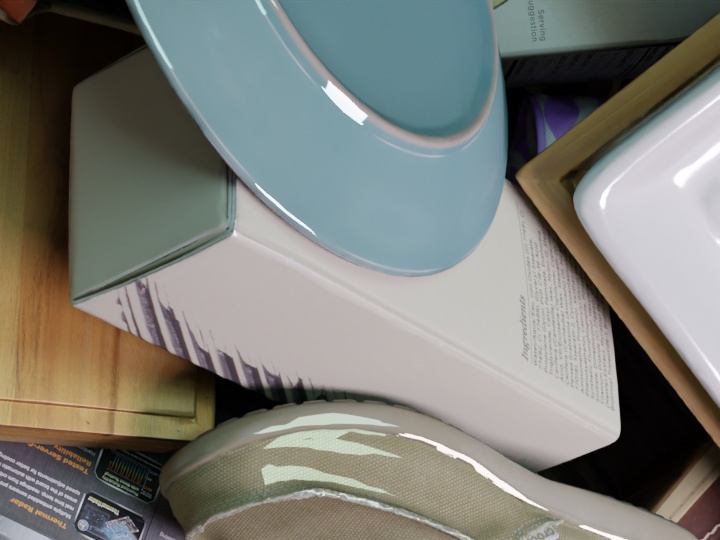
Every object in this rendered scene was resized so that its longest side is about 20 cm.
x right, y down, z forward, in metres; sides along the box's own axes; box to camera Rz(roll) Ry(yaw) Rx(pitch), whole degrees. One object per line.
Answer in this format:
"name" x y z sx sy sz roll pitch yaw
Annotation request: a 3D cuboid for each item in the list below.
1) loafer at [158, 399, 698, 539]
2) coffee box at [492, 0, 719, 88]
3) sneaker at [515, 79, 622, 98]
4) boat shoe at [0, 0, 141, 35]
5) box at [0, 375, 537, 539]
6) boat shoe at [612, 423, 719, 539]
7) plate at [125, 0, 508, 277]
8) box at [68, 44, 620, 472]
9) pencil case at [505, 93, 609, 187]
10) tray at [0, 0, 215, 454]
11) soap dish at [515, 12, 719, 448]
"loafer" 0.029 0.097 0.731 0.199 0.076 0.069 17 54 -23
"coffee box" 0.031 -0.125 0.832 0.198 0.080 0.114 -6 86 -3
"sneaker" 0.027 -0.134 0.909 0.090 0.075 0.201 -22 73 -26
"boat shoe" -0.095 -0.104 0.684 0.199 0.071 0.063 7 72 -32
"box" -0.048 0.094 0.767 0.199 0.048 0.159 28 58 -15
"boat shoe" 0.156 0.086 0.873 0.200 0.072 0.072 -34 85 -42
"plate" -0.007 -0.096 0.686 0.200 0.025 0.202 34 44 -40
"box" 0.000 0.000 0.721 0.199 0.068 0.083 30 48 -43
"pencil case" 0.149 -0.017 0.867 0.198 0.084 0.086 5 41 -2
"tray" -0.094 -0.046 0.731 0.098 0.037 0.202 7 76 -26
"soap dish" 0.168 -0.009 0.778 0.157 0.081 0.200 -38 106 5
